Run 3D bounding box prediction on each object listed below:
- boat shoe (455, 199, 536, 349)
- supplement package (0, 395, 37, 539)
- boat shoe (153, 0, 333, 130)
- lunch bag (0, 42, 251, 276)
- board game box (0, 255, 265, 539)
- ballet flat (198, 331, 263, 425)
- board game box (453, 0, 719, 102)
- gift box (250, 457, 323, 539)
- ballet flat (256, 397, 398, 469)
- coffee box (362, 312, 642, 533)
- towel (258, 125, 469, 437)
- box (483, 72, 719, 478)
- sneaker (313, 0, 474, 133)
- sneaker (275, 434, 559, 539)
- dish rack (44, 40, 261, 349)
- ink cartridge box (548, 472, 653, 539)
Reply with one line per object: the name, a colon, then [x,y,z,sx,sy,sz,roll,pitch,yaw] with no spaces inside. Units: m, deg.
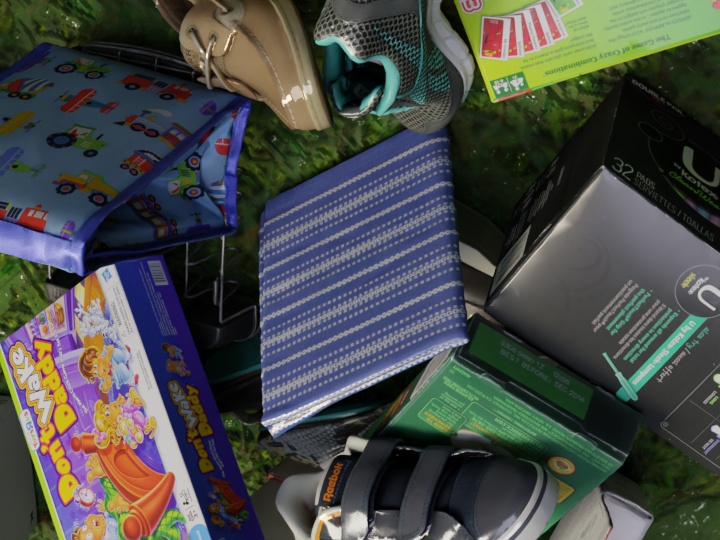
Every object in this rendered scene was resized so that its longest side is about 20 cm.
boat shoe: [0.104,0.024,1.238,0.201,0.072,0.061,33,118,5]
supplement package: [-0.349,0.158,1.383,0.200,0.117,0.117,4,117,11]
boat shoe: [-0.071,-0.130,1.128,0.064,0.200,0.071,-23,124,-10]
lunch bag: [-0.180,-0.055,1.122,0.150,0.200,0.094,17,115,22]
board game box: [-0.149,0.109,1.223,0.134,0.045,0.200,-34,70,37]
ballet flat: [-0.105,0.086,1.321,0.200,0.068,0.068,-11,126,18]
board game box: [0.156,-0.179,1.134,0.200,0.048,0.102,-15,112,20]
gift box: [-0.032,0.235,1.314,0.200,0.187,0.185,25,123,23]
ballet flat: [0.028,0.108,1.282,0.200,0.072,0.072,-18,111,13]
coffee box: [0.070,0.115,1.181,0.123,0.044,0.200,31,141,-4]
towel: [0.000,0.000,1.181,0.145,0.200,0.024,-27,130,22]
box: [0.196,0.007,1.160,0.200,0.149,0.124,35,120,-6]
sneaker: [0.011,-0.122,1.121,0.078,0.091,0.200,23,163,21]
sneaker: [0.025,0.141,1.138,0.079,0.078,0.200,41,142,-23]
dish rack: [-0.138,-0.050,1.252,0.153,0.055,0.200,13,114,21]
ink cartridge box: [0.125,0.234,1.244,0.044,0.174,0.200,28,97,-2]
